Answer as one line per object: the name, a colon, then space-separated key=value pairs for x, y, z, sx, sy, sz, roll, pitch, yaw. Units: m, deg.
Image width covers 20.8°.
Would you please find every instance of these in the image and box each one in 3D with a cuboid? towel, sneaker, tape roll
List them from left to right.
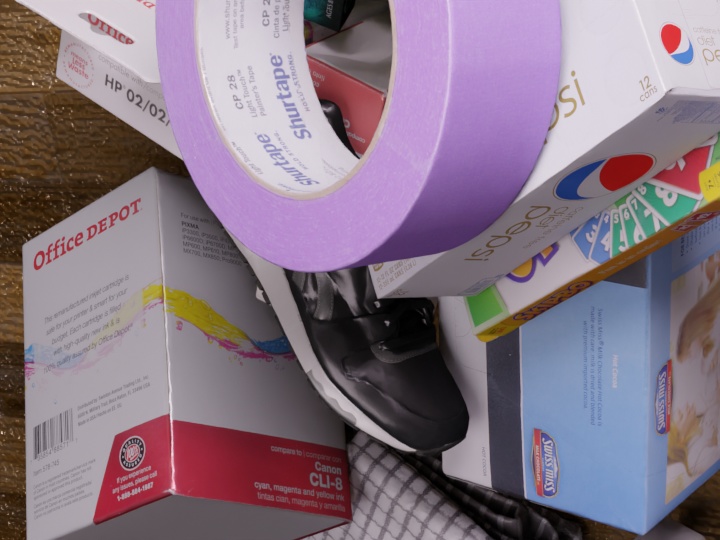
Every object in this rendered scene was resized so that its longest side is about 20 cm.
tape roll: x=-0.006 y=-0.102 z=0.842 sx=0.199 sy=0.065 sz=0.202 roll=14 pitch=108 yaw=48
sneaker: x=0.000 y=0.000 z=1.011 sx=0.200 sy=0.076 sz=0.088 roll=54 pitch=127 yaw=11
towel: x=0.040 y=0.201 z=1.233 sx=0.165 sy=0.085 sz=0.201 roll=35 pitch=130 yaw=22

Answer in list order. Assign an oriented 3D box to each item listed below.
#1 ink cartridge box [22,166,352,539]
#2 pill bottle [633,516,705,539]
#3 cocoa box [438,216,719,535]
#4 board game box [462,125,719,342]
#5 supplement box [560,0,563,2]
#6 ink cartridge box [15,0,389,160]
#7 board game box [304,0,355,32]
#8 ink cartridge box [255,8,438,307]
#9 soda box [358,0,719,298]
ink cartridge box: x=-0.108 y=0.064 z=1.189 sx=0.145 sy=0.144 sz=0.201 roll=-24 pitch=62 yaw=42
pill bottle: x=0.229 y=0.224 z=1.073 sx=0.199 sy=0.114 sz=0.114 roll=29 pitch=126 yaw=24
cocoa box: x=0.128 y=0.013 z=1.037 sx=0.131 sy=0.133 sz=0.201 roll=14 pitch=118 yaw=34
board game box: x=0.098 y=-0.043 z=0.902 sx=0.200 sy=0.030 sz=0.096 roll=-35 pitch=64 yaw=49
supplement box: x=0.104 y=-0.167 z=0.910 sx=0.103 sy=0.199 sz=0.132 roll=-27 pitch=76 yaw=42
ink cartridge box: x=-0.088 y=-0.126 z=1.091 sx=0.115 sy=0.199 sz=0.068 roll=33 pitch=128 yaw=28
board game box: x=-0.056 y=-0.220 z=0.974 sx=0.134 sy=0.028 sz=0.201 roll=21 pitch=141 yaw=9
ink cartridge box: x=0.005 y=-0.040 z=1.121 sx=0.067 sy=0.116 sz=0.201 roll=27 pitch=124 yaw=26
soda box: x=0.078 y=-0.057 z=0.856 sx=0.200 sy=0.063 sz=0.069 roll=-36 pitch=64 yaw=45
